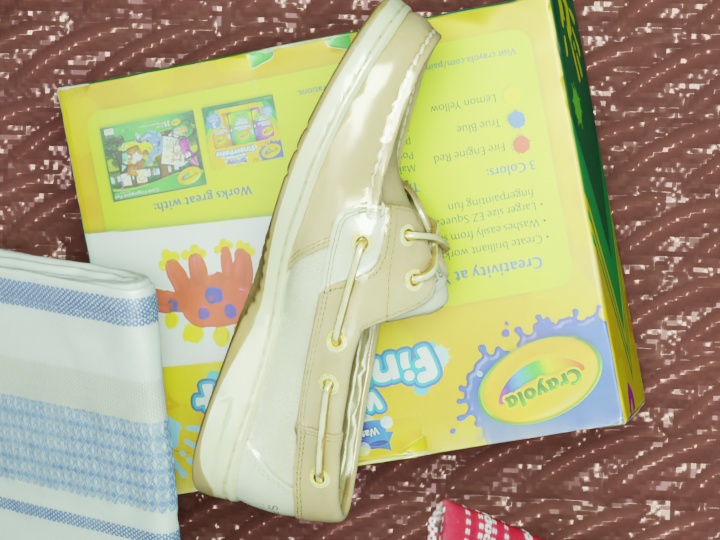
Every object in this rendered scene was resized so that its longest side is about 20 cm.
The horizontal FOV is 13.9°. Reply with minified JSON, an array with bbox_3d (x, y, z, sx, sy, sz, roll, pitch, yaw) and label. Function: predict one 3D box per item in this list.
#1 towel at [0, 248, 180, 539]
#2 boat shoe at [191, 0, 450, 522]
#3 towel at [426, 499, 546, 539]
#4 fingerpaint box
[{"bbox_3d":[-0.124,0.087,1.165,0.146,0.024,0.201,8,112,38],"label":"towel"},{"bbox_3d":[0.000,0.000,1.086,0.069,0.074,0.201,21,108,7],"label":"boat shoe"},{"bbox_3d":[0.097,0.182,1.097,0.022,0.199,0.145,-23,50,48],"label":"towel"},{"bbox_3d":[-0.002,-0.009,1.157,0.199,0.073,0.168,-11,93,13],"label":"fingerpaint box"}]
